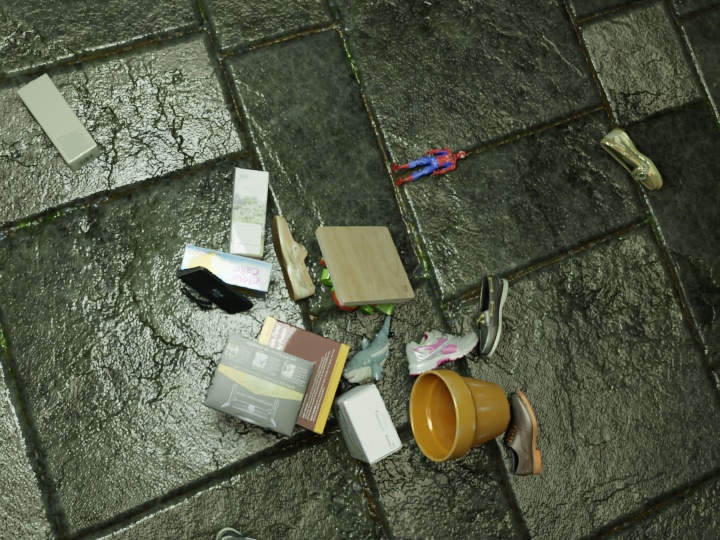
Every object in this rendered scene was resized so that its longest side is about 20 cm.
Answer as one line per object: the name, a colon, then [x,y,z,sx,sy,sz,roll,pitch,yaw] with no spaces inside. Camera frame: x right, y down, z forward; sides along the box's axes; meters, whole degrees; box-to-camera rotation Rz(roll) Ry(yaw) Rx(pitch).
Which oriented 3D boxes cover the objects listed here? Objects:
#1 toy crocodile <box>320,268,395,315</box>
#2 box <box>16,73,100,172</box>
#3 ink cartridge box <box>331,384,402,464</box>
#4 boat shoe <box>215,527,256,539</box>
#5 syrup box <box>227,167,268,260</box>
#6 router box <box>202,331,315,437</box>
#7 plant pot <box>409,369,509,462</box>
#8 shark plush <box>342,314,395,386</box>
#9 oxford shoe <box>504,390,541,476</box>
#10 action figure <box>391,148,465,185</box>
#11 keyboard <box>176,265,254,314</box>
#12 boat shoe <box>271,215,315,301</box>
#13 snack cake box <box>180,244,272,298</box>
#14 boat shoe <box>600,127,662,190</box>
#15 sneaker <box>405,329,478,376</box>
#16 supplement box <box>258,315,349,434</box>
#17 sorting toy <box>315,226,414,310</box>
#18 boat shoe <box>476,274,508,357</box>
toy crocodile: [-0.006,0.049,1.726,0.197,0.062,0.069,30,76,-7]
box: [-0.679,-0.331,1.630,0.081,0.068,0.202,-35,89,-16]
ink cartridge box: [0.006,0.340,1.610,0.083,0.200,0.148,-24,86,-15]
boat shoe: [-0.225,0.630,1.580,0.197,0.068,0.073,28,74,-9]
syrup box: [-0.263,-0.128,1.686,0.077,0.081,0.206,5,79,-14]
router box: [-0.210,0.239,1.512,0.196,0.052,0.161,20,76,-3]
plant pot: [0.240,0.330,1.682,0.179,0.199,0.206,0,80,-29]
shark plush: [0.031,0.183,1.696,0.083,0.090,0.201,42,71,-15]
oxford shoe: [0.388,0.398,1.757,0.071,0.071,0.205,-8,83,-9]
action figure: [0.180,-0.269,1.830,0.196,0.052,0.067,-19,82,-17]
keyboard: [-0.335,0.048,1.603,0.124,0.200,0.021,-15,55,23]
boat shoe: [-0.159,-0.033,1.705,0.063,0.071,0.205,-16,93,-21]
snack cake box: [-0.304,0.005,1.637,0.195,0.115,0.069,12,76,-10]
boat shoe: [0.730,-0.289,1.948,0.063,0.073,0.202,-37,88,-9]
sneaker: [0.194,0.181,1.741,0.196,0.081,0.090,-19,81,-20]
supplement box: [-0.151,0.236,1.618,0.196,0.133,0.202,20,77,-4]
sorting toy: [0.000,0.000,1.680,0.195,0.070,0.203,-2,57,-32]
boat shoe: [0.315,0.111,1.787,0.059,0.072,0.206,18,70,-12]
